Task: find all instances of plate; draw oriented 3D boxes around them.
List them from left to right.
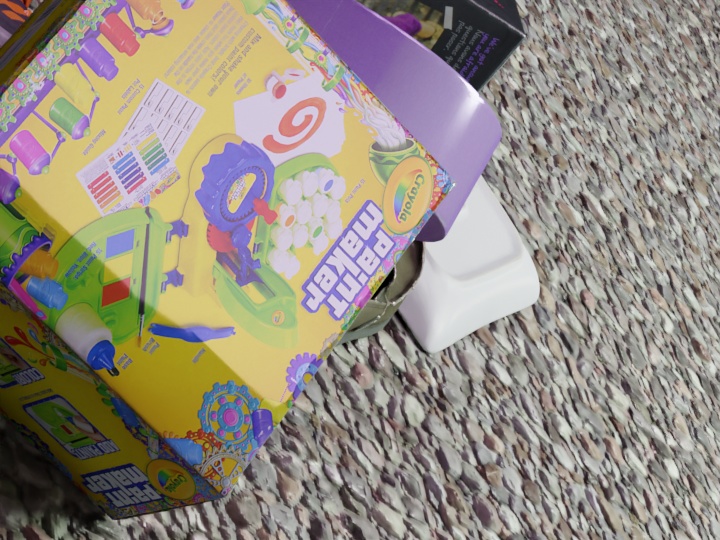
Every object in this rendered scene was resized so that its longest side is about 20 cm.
[{"bbox_3d":[0.039,-0.052,1.500,0.200,0.032,0.200,56,26,7],"label":"plate"}]

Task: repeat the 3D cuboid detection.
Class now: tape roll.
[{"bbox_3d":[-0.026,-0.093,1.200,0.200,0.066,0.200,30,-9,5],"label":"tape roll"}]

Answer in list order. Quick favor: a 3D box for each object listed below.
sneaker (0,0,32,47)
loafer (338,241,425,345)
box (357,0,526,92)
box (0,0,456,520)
[{"bbox_3d":[-0.171,-0.117,1.175,0.200,0.077,0.112,41,29,-23],"label":"sneaker"},{"bbox_3d":[0.000,0.000,1.322,0.075,0.070,0.200,52,27,-2],"label":"loafer"},{"bbox_3d":[-0.004,-0.194,1.474,0.200,0.106,0.122,30,27,-24],"label":"box"},{"bbox_3d":[-0.098,-0.026,1.034,0.193,0.122,0.200,46,60,-15],"label":"box"}]
